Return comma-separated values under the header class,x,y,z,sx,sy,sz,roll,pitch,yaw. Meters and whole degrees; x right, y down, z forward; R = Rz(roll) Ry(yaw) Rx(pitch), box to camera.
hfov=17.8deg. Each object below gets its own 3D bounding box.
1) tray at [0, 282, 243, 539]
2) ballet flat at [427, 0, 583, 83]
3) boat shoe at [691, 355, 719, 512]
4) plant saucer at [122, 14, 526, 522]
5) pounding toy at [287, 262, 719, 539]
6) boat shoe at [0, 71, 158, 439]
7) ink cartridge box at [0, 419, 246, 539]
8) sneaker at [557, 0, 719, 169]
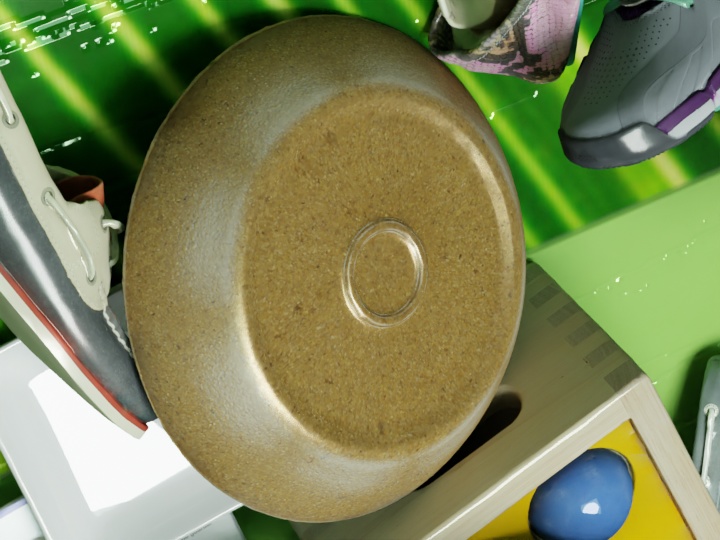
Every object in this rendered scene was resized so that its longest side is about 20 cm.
class,x,y,z,sx,sy,sz,roll,pitch,yaw
tray,-0.053,0.038,0.942,0.199,0.022,0.108,-28,105,-12
ballet flat,0.059,-0.132,0.851,0.071,0.069,0.200,-8,153,-11
boat shoe,0.169,0.126,1.128,0.062,0.073,0.201,22,122,8
plant saucer,0.000,0.000,0.899,0.199,0.035,0.201,-2,93,-38
pounding toy,0.063,0.146,1.013,0.200,0.142,0.184,-36,130,-5
boat shoe,-0.123,-0.018,0.852,0.063,0.071,0.200,-44,122,-14
ink cartridge box,-0.124,0.184,0.985,0.196,0.043,0.201,-29,109,-10
sneaker,0.121,-0.127,0.896,0.200,0.074,0.088,-53,126,-35
